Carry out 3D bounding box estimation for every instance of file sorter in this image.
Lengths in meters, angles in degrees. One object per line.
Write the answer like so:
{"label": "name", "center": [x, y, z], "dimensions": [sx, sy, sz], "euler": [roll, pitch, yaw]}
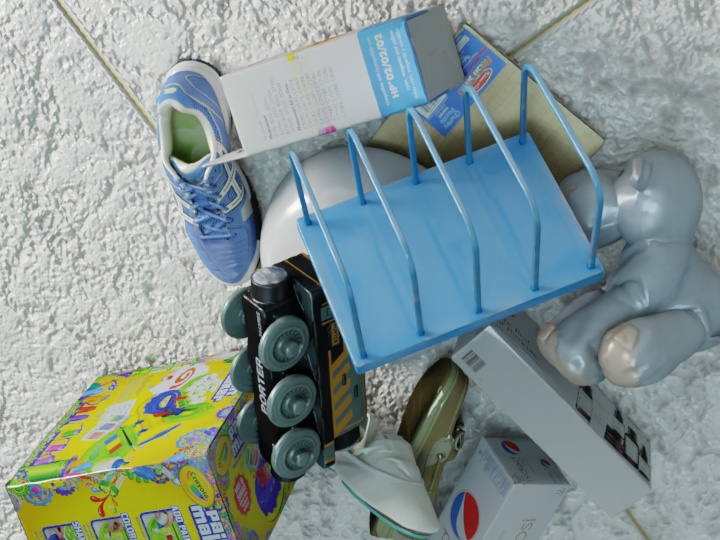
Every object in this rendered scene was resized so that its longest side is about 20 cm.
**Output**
{"label": "file sorter", "center": [0.060, -0.044, 0.913], "dimensions": [0.198, 0.140, 0.123], "euler": [-21, 149, -5]}

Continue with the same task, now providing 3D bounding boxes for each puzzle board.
{"label": "puzzle board", "center": [0.084, -0.085, 1.056], "dimensions": [0.150, 0.017, 0.200], "euler": [39, 115, -3]}

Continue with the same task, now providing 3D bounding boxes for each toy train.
{"label": "toy train", "center": [-0.044, 0.078, 1.022], "dimensions": [0.085, 0.113, 0.202], "euler": [33, 136, 46]}

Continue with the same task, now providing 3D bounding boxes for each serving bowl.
{"label": "serving bowl", "center": [0.000, 0.000, 1.068], "dimensions": [0.198, 0.066, 0.202], "euler": [9, 121, 15]}

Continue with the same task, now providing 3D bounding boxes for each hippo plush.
{"label": "hippo plush", "center": [0.217, -0.007, 0.977], "dimensions": [0.199, 0.159, 0.162], "euler": [-7, 101, 35]}

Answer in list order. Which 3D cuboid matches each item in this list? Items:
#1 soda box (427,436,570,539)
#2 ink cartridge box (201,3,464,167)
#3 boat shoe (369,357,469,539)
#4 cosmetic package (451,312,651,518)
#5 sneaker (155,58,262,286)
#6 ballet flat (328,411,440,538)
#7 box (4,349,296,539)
{"label": "soda box", "center": [0.110, 0.249, 1.150], "dimensions": [0.068, 0.064, 0.201], "euler": [7, 121, -32]}
{"label": "ink cartridge box", "center": [-0.030, -0.146, 0.994], "dimensions": [0.198, 0.115, 0.068], "euler": [-14, 101, 22]}
{"label": "boat shoe", "center": [0.064, 0.167, 1.139], "dimensions": [0.063, 0.073, 0.202], "euler": [16, 117, -7]}
{"label": "cosmetic package", "center": [0.168, 0.112, 1.083], "dimensions": [0.200, 0.083, 0.051], "euler": [45, 112, -8]}
{"label": "sneaker", "center": [-0.138, -0.075, 1.078], "dimensions": [0.075, 0.077, 0.202], "euler": [-10, 111, 15]}
{"label": "ballet flat", "center": [0.007, 0.162, 1.100], "dimensions": [0.069, 0.200, 0.070], "euler": [-11, 113, -29]}
{"label": "box", "center": [-0.172, 0.176, 1.123], "dimensions": [0.191, 0.200, 0.123], "euler": [-11, 110, 18]}
